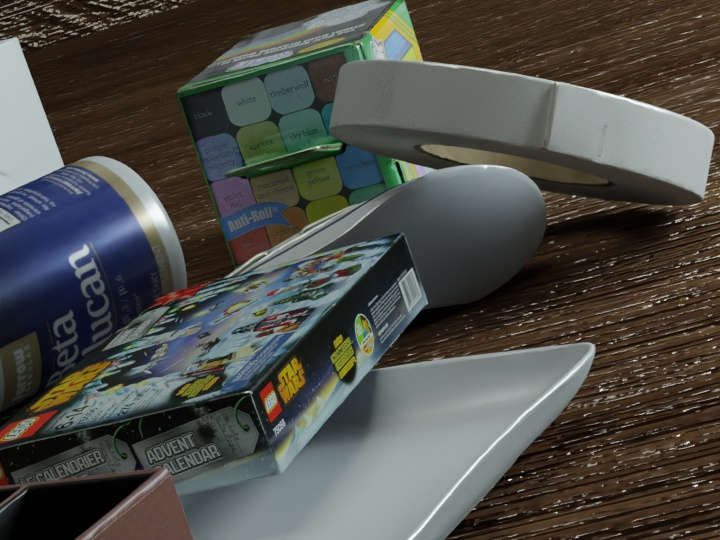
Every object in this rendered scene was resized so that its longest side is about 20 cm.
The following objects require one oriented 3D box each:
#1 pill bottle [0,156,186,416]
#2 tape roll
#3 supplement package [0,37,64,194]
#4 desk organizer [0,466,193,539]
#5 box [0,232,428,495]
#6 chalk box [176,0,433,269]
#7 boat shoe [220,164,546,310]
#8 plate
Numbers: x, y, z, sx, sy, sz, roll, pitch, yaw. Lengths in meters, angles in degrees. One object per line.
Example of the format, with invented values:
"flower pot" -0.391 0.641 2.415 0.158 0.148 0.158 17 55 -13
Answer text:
"pill bottle" -0.204 0.022 1.190 0.199 0.112 0.111 -28 17 -35
"tape roll" 0.083 -0.070 1.117 0.201 0.037 0.203 11 -3 1
"supplement package" -0.356 -0.079 1.695 0.199 0.151 0.151 -3 21 48
"desk organizer" -0.149 0.128 0.775 0.199 0.077 0.072 -10 16 33
"box" -0.065 0.045 0.936 0.136 0.040 0.200 -15 13 23
"chalk box" -0.029 -0.082 1.344 0.124 0.124 0.200 -13 15 16
"boat shoe" 0.000 0.000 1.108 0.199 0.072 0.066 -30 18 -15
"plate" -0.024 0.090 0.854 0.199 0.032 0.199 -10 17 32
